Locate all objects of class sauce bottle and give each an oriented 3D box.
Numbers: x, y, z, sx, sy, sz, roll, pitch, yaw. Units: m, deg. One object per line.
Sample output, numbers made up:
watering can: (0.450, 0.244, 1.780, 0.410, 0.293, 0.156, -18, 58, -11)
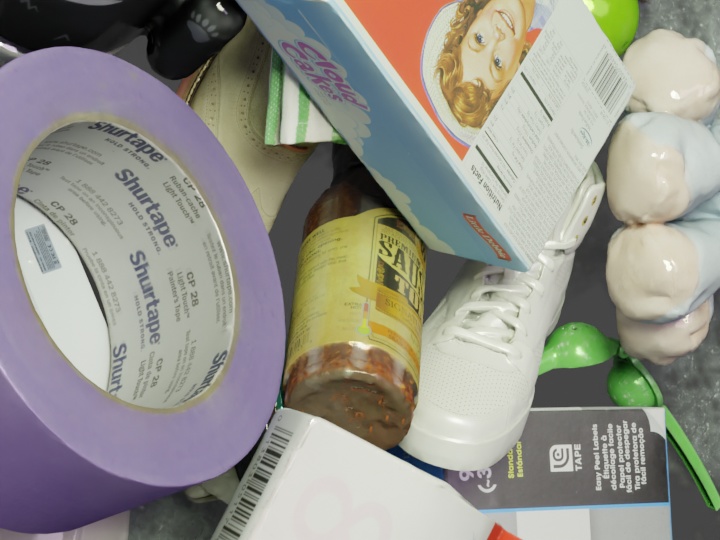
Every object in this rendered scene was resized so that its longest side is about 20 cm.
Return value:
sauce bottle: (0.000, 0.000, 1.090, 0.066, 0.066, 0.200, 32, 38, -24)

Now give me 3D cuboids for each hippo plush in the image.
hippo plush: (0.218, -0.027, 1.164, 0.200, 0.160, 0.160, 52, 44, -66)

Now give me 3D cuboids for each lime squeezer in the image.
lime squeezer: (0.132, 0.070, 1.220, 0.200, 0.038, 0.071, 22, 70, -29)

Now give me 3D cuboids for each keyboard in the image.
keyboard: (-0.154, -0.008, 1.053, 0.056, 0.011, 0.201, -22, 90, -55)

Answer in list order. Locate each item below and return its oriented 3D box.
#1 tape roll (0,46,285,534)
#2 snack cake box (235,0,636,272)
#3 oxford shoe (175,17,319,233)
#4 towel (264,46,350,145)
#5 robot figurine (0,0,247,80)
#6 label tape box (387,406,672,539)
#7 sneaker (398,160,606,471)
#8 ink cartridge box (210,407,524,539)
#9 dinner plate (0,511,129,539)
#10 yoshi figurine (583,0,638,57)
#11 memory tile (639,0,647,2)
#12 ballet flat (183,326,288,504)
tape roll: (-0.130, 0.009, 0.996, 0.200, 0.085, 0.201, 30, 49, -41)
snack cake box: (0.037, -0.105, 1.021, 0.115, 0.067, 0.200, -57, 135, -19)
oxford shoe: (-0.039, -0.085, 1.088, 0.071, 0.074, 0.201, 7, 101, -49)
towel: (0.035, -0.135, 1.077, 0.200, 0.023, 0.153, -8, 106, -46)
robot figurine: (-0.122, -0.168, 1.002, 0.124, 0.200, 0.151, 2, 72, -26)
label tape box: (0.060, 0.142, 1.132, 0.199, 0.066, 0.144, 1, 83, -29)
sneaker: (0.067, 0.005, 1.104, 0.073, 0.116, 0.200, 17, 31, 7)
ink cartridge box: (0.013, 0.176, 1.021, 0.200, 0.057, 0.163, 29, 83, -19)
dinner plate: (-0.189, 0.104, 1.015, 0.200, 0.024, 0.201, 6, 79, -31)
yoshi figurine: (0.096, -0.185, 1.206, 0.112, 0.112, 0.201, -7, 88, -40)
memory tile: (0.121, -0.240, 1.223, 0.017, 0.153, 0.201, -21, 93, 7)
ballet flat: (-0.046, 0.117, 1.075, 0.073, 0.073, 0.201, -12, 84, -34)
